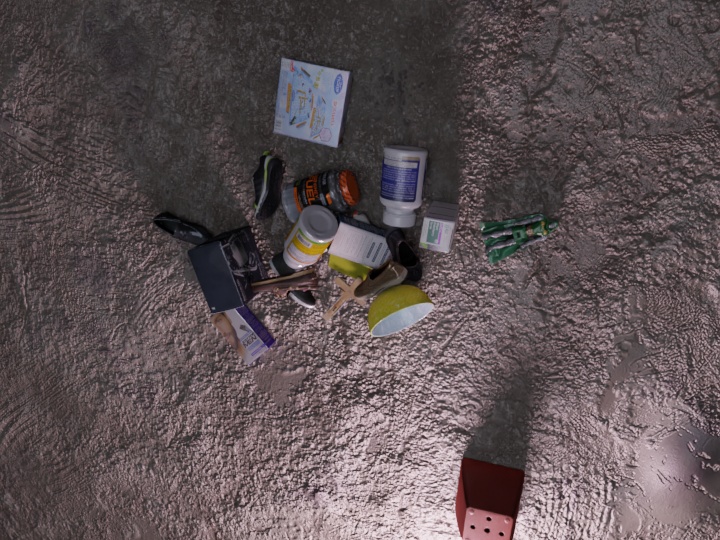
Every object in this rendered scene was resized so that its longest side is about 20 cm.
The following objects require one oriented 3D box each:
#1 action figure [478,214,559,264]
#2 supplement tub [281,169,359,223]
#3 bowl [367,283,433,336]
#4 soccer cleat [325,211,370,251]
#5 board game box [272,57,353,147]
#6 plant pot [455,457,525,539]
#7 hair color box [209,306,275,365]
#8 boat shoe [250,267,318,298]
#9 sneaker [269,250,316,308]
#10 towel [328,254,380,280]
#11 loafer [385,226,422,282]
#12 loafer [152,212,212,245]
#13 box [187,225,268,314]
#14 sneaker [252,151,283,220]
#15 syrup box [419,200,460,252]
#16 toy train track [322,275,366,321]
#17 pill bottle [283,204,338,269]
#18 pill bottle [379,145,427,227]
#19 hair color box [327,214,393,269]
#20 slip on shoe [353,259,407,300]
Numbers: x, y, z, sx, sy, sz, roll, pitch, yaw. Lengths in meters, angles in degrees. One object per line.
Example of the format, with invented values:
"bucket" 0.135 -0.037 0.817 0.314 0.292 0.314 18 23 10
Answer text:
"action figure" 0.425 -0.098 1.413 0.197 0.055 0.120 -17 100 16
"supplement tub" -0.110 -0.208 1.492 0.197 0.123 0.124 -14 104 20
"bowl" 0.099 0.094 1.516 0.199 0.199 0.109 -33 67 23
"soccer cleat" -0.055 -0.091 1.547 0.199 0.069 0.078 -34 100 21
"board game box" -0.133 -0.459 1.460 0.197 0.041 0.203 16 111 11
"plant pot" 0.389 0.729 1.626 0.197 0.176 0.203 8 110 14
"hair color box" -0.386 0.195 1.739 0.109 0.065 0.201 -39 92 24
"boat shoe" -0.222 0.046 1.559 0.197 0.070 0.071 -11 97 7
"sneaker" -0.184 0.017 1.615 0.099 0.071 0.201 -39 90 28
"towel" 0.000 0.000 1.561 0.198 0.018 0.086 24 144 5
"loafer" 0.126 -0.030 1.467 0.071 0.063 0.201 -34 130 -3
"loafer" -0.562 -0.123 1.681 0.198 0.070 0.069 25 113 7
"box" -0.389 -0.006 1.600 0.122 0.197 0.203 -13 104 20
"sneaker" -0.281 -0.250 1.572 0.082 0.071 0.202 32 115 30
"syrup box" 0.208 -0.118 1.386 0.080 0.200 0.080 12 112 12
"toy train track" -0.051 0.083 1.621 0.114 0.033 0.200 41 122 -3
"pill bottle" -0.146 -0.083 1.472 0.111 0.111 0.200 42 143 -1
"pill bottle" 0.112 -0.225 1.423 0.118 0.120 0.203 9 109 13
"hair color box" 0.013 -0.074 1.493 0.198 0.061 0.101 18 114 -17
"slip on shoe" 0.042 0.024 1.479 0.060 0.077 0.199 40 143 -23
